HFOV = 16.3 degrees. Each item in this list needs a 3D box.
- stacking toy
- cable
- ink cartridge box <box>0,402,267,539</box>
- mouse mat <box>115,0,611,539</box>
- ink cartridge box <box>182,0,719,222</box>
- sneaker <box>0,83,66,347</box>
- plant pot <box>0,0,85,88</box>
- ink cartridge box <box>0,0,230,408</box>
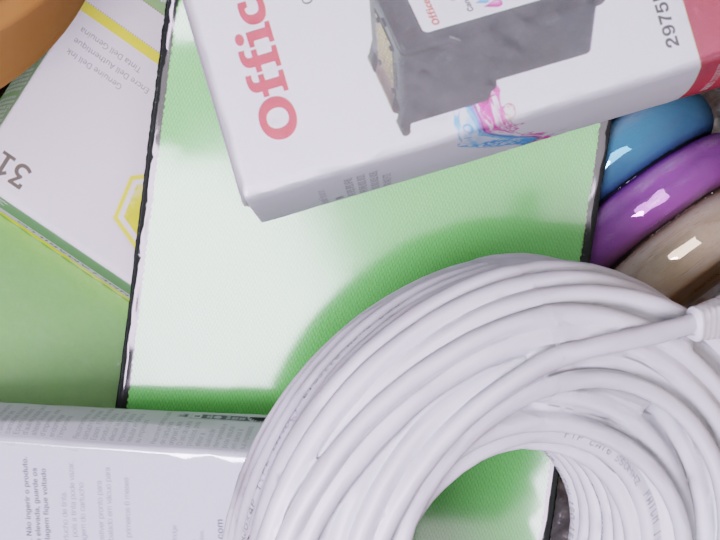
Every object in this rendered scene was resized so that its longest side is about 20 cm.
[{"bbox_3d":[0.068,-0.076,0.918,0.085,0.085,0.200,-37,80,7],"label":"stacking toy"},{"bbox_3d":[0.047,0.092,0.837,0.199,0.069,0.201,3,105,-27],"label":"cable"},{"bbox_3d":[-0.114,0.144,0.892,0.199,0.041,0.201,3,109,7],"label":"ink cartridge box"},{"bbox_3d":[0.000,0.000,0.877,0.160,0.008,0.201,8,97,1],"label":"mouse mat"},{"bbox_3d":[0.036,-0.113,0.819,0.199,0.083,0.147,-17,88,0],"label":"ink cartridge box"},{"bbox_3d":[-0.171,-0.049,0.948,0.088,0.075,0.201,-15,88,8],"label":"sneaker"},{"bbox_3d":[-0.161,-0.160,0.754,0.199,0.140,0.201,7,64,-14],"label":"plant pot"},{"bbox_3d":[-0.086,0.005,0.905,0.145,0.048,0.201,35,77,-16],"label":"ink cartridge box"}]
